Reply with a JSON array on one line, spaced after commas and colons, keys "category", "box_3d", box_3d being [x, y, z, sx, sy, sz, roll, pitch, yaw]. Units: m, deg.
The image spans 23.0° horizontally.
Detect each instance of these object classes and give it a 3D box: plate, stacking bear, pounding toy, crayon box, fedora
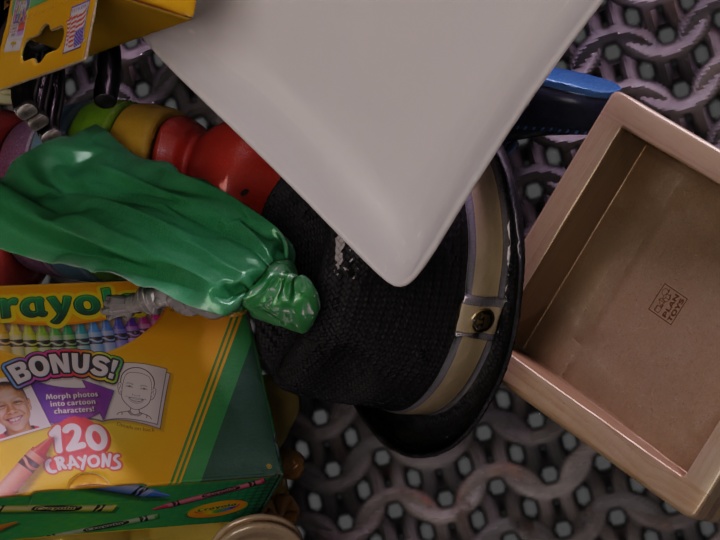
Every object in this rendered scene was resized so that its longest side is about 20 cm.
[{"category": "plate", "box_3d": [0.007, -0.128, 0.804, 0.200, 0.032, 0.200, 45, 121, 20]}, {"category": "stacking bear", "box_3d": [-0.123, -0.045, 1.006, 0.200, 0.114, 0.122, -2, 117, 20]}, {"category": "pounding toy", "box_3d": [0.186, 0.048, 0.901, 0.200, 0.142, 0.184, 36, 100, 33]}, {"category": "crayon box", "box_3d": [-0.150, 0.070, 0.895, 0.200, 0.058, 0.119, -2, 58, -21]}, {"category": "fedora", "box_3d": [0.000, 0.000, 0.900, 0.201, 0.091, 0.201, 4, 95, 60]}, {"category": "crayon box", "box_3d": [-0.117, -0.183, 0.857, 0.126, 0.052, 0.200, -3, 75, 59]}]

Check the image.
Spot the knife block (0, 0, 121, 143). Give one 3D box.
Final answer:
[{"category": "knife block", "box_3d": [-0.164, -0.169, 1.000, 0.064, 0.200, 0.176, -13, 100, 17]}]

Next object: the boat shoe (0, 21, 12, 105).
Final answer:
[{"category": "boat shoe", "box_3d": [-0.234, -0.181, 1.039, 0.066, 0.072, 0.201, -54, 48, 31]}]

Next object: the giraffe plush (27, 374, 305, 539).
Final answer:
[{"category": "giraffe plush", "box_3d": [-0.115, 0.116, 0.987, 0.162, 0.200, 0.173, 1, 112, -7]}]

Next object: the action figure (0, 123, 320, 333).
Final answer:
[{"category": "action figure", "box_3d": [-0.101, -0.012, 0.878, 0.200, 0.118, 0.055, 22, 135, 32]}]

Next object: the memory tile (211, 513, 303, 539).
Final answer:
[{"category": "memory tile", "box_3d": [-0.046, 0.217, 0.959, 0.153, 0.200, 0.017, -38, 33, 15]}]

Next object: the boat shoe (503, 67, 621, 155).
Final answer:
[{"category": "boat shoe", "box_3d": [0.051, -0.084, 0.979, 0.200, 0.084, 0.069, 10, 99, 35]}]
